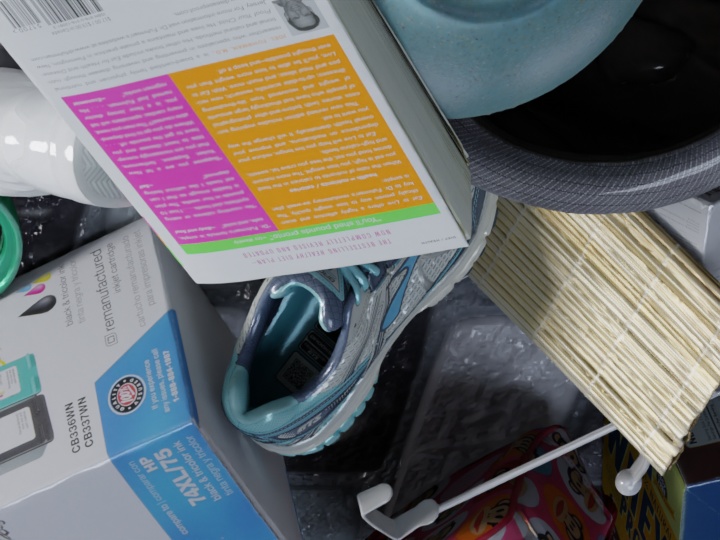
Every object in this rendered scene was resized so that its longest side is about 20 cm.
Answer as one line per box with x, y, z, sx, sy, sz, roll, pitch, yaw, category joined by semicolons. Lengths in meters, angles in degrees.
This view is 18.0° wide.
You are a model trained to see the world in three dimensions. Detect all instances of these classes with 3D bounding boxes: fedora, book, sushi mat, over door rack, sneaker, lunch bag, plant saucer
0.111;-0.107;1.032;0.199;0.178;0.090;-2;170;11;fedora
-0.051;-0.071;0.910;0.133;0.048;0.200;-12;142;19;book
0.101;-0.002;1.079;0.012;0.200;0.096;-10;136;-42;sushi mat
0.087;0.048;1.147;0.199;0.148;0.067;-19;138;4;over door rack
0.000;0.000;1.077;0.201;0.077;0.086;-62;162;4;sneaker
-0.105;-0.064;1.051;0.200;0.115;0.074;2;96;-55;sneaker
0.041;0.169;1.219;0.176;0.200;0.082;-32;94;21;lunch bag
0.048;-0.157;0.926;0.200;0.039;0.202;-5;107;-17;plant saucer

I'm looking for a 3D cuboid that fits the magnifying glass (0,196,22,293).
-0.215;-0.052;1.057;0.079;0.022;0.201;-17;133;0;magnifying glass

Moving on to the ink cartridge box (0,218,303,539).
-0.152;0.104;1.133;0.199;0.147;0.146;-25;134;7;ink cartridge box

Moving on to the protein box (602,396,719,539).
0.249;0.117;1.267;0.199;0.135;0.199;-10;134;-7;protein box

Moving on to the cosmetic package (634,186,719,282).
0.215;-0.034;1.110;0.199;0.051;0.083;-22;125;-36;cosmetic package
